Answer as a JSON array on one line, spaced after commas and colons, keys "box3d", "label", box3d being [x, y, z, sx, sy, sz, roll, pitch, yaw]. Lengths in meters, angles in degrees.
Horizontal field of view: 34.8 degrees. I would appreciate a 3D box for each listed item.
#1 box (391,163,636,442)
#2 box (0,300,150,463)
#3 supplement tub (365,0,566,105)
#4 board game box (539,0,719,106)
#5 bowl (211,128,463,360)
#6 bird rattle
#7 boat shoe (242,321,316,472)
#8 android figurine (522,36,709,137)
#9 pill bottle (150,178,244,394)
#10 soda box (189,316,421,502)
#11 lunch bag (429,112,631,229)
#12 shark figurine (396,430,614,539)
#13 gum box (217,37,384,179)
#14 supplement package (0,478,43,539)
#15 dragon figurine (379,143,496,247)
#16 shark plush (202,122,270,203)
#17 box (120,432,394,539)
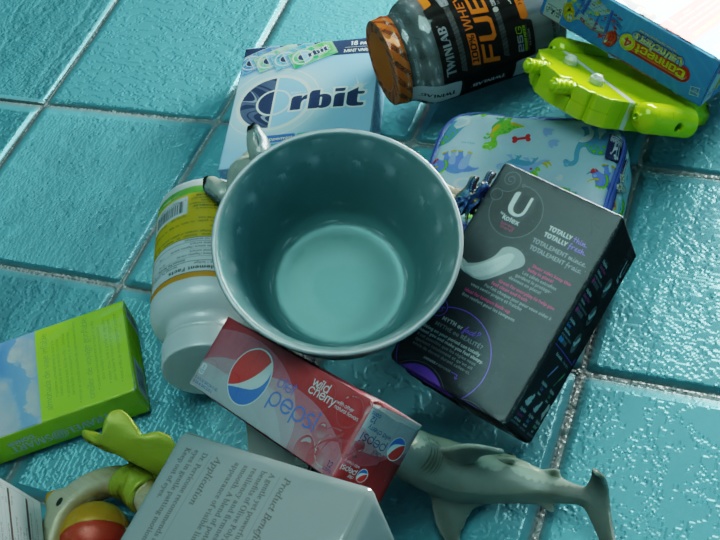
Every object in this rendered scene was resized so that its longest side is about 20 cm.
[{"box3d": [0.136, 0.030, 1.003, 0.122, 0.106, 0.200, 29, 85, 25], "label": "box"}, {"box3d": [-0.316, 0.116, 1.140, 0.199, 0.048, 0.122, -19, 49, 0], "label": "box"}, {"box3d": [0.115, -0.258, 1.263, 0.200, 0.123, 0.123, -21, 49, -10], "label": "supplement tub"}, {"box3d": [0.323, -0.275, 1.204, 0.196, 0.056, 0.200, 37, 46, 20], "label": "board game box"}, {"box3d": [-0.017, -0.006, 0.955, 0.200, 0.105, 0.201, 0, 65, 1], "label": "bowl"}, {"box3d": [-0.206, 0.235, 1.006, 0.163, 0.113, 0.200, -21, 61, 14], "label": "bird rattle"}, {"box3d": [-0.056, 0.120, 1.033, 0.075, 0.093, 0.200, -26, 50, 28], "label": "boat shoe"}, {"box3d": [0.253, -0.183, 1.157, 0.200, 0.041, 0.182, 4, 32, -30], "label": "android figurine"}, {"box3d": [-0.149, 0.016, 1.133, 0.111, 0.111, 0.200, -10, 50, 7], "label": "pill bottle"}, {"box3d": [-0.049, 0.107, 0.920, 0.200, 0.063, 0.070, 24, 82, 47], "label": "soda box"}, {"box3d": [0.163, -0.076, 1.144, 0.199, 0.083, 0.161, 10, 58, 23], "label": "lunch bag"}, {"box3d": [0.106, 0.189, 0.953, 0.214, 0.128, 0.090, 14, 82, 10], "label": "shark figurine"}, {"box3d": [-0.061, -0.179, 1.310, 0.169, 0.045, 0.200, -3, 51, 13], "label": "gum box"}, {"box3d": [-0.375, 0.278, 0.958, 0.200, 0.111, 0.156, -28, 49, 8], "label": "supplement package"}, {"box3d": [0.034, -0.045, 1.048, 0.200, 0.059, 0.100, -37, 66, 16], "label": "dragon figurine"}, {"box3d": [-0.075, -0.058, 1.088, 0.091, 0.083, 0.200, -53, 40, 20], "label": "shark plush"}, {"box3d": [-0.079, 0.268, 0.853, 0.171, 0.200, 0.199, 11, 55, 26], "label": "box"}]
